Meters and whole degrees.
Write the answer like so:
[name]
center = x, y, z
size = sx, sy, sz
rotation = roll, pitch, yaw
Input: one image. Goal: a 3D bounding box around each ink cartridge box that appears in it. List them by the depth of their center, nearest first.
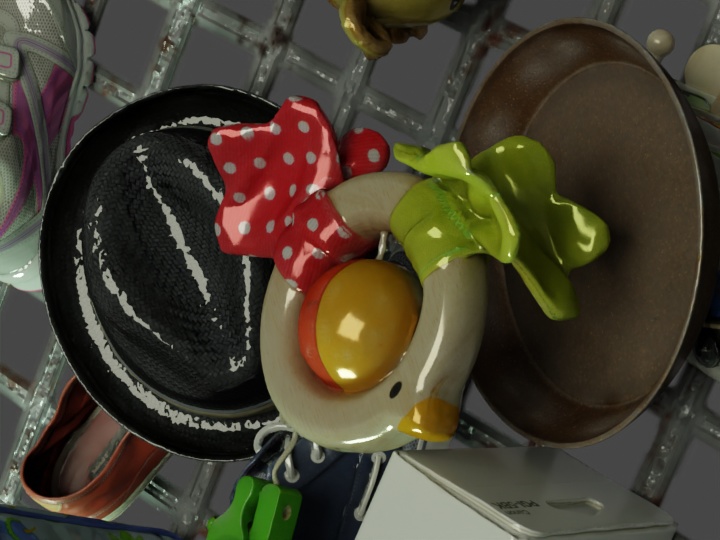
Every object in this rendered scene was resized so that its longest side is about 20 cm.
[ink cartridge box]
center = 0.046, 0.186, 1.089
size = 0.083, 0.147, 0.200
rotation = 32, 106, 33

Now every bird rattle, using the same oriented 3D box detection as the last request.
[bird rattle]
center = 0.000, 0.000, 1.054
size = 0.200, 0.113, 0.164
rotation = 4, 76, 37

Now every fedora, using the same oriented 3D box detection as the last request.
[fedora]
center = -0.085, -0.001, 1.184
size = 0.200, 0.092, 0.201
rotation = -1, 85, 10

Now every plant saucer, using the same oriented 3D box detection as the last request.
[plant saucer]
center = 0.106, -0.017, 1.087
size = 0.200, 0.034, 0.201
rotation = -6, 83, 57

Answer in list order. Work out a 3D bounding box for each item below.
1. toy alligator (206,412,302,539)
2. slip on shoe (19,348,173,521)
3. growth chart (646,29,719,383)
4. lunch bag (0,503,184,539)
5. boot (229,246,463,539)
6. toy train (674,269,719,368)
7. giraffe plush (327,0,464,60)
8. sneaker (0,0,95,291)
[toy alligator]
center = -0.058, 0.142, 1.106
size = 0.054, 0.059, 0.201
rotation = -1, 76, 45
[slip on shoe]
center = -0.115, 0.058, 1.259
size = 0.200, 0.061, 0.074
rotation = -52, 60, 15
[growth chart]
center = 0.179, -0.012, 1.080
size = 0.200, 0.018, 0.145
rotation = 41, 110, 29
[lunch bag]
center = -0.144, 0.198, 1.188
size = 0.082, 0.200, 0.161
rotation = -48, 52, 23
[boot]
center = -0.009, 0.082, 1.151
size = 0.073, 0.090, 0.201
rotation = 23, 106, 59
[toy train]
center = 0.202, 0.022, 0.990
size = 0.200, 0.034, 0.046
rotation = 4, 109, 59
[giraffe plush]
center = 0.012, -0.189, 1.111
size = 0.200, 0.172, 0.163
rotation = -11, 102, 52
[sneaker]
center = -0.207, -0.090, 1.315
size = 0.081, 0.088, 0.201
rotation = -6, 85, 35
